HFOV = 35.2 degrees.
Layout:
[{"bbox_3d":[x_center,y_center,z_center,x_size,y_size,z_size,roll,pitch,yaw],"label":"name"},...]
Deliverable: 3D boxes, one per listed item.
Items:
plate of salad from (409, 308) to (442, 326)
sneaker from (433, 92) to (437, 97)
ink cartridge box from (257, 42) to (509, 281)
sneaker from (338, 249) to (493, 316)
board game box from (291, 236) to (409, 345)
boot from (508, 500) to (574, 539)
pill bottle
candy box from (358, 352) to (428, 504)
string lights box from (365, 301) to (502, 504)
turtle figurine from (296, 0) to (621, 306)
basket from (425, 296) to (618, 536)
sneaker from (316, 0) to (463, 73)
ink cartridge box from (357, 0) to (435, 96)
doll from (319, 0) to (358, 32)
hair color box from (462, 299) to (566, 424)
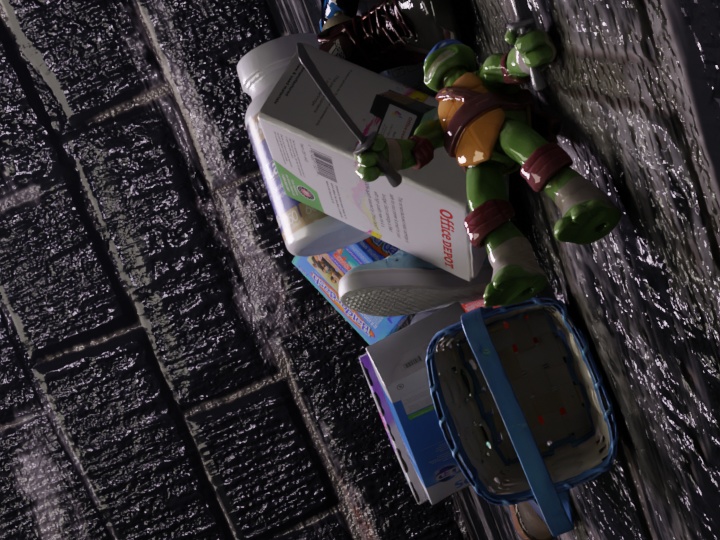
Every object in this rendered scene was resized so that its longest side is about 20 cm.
[{"bbox_3d":[0.123,0.125,1.272,0.199,0.048,0.202,21,-121,-40],"label":"plate of salad"},{"bbox_3d":[0.086,-0.104,1.091,0.082,0.072,0.200,25,157,3],"label":"sneaker"},{"bbox_3d":[0.026,-0.090,0.975,0.198,0.084,0.145,26,162,17],"label":"ink cartridge box"},{"bbox_3d":[0.056,-0.009,1.065,0.074,0.198,0.083,-40,62,47],"label":"sneaker"},{"bbox_3d":[0.000,0.000,1.291,0.152,0.045,0.200,46,159,5],"label":"board game box"},{"bbox_3d":[0.201,0.227,1.366,0.202,0.074,0.097,67,159,7],"label":"boot"},{"bbox_3d":[-0.049,-0.125,1.133,0.116,0.115,0.202,87,164,-80],"label":"pill bottle"},{"bbox_3d":[0.109,0.172,1.461,0.072,0.166,0.202,107,141,-86],"label":"candy box"},{"bbox_3d":[0.084,0.136,1.120,0.059,0.102,0.201,-120,7,-46],"label":"string lights box"},{"bbox_3d":[0.064,-0.088,0.720,0.195,0.143,0.200,62,178,27],"label":"turtle figurine"},{"bbox_3d":[0.131,0.111,0.921,0.200,0.138,0.178,4,-116,-83],"label":"basket"},{"bbox_3d":[0.018,-0.194,0.962,0.200,0.114,0.077,-174,67,-87],"label":"sneaker"},{"bbox_3d":[0.031,-0.222,1.216,0.200,0.047,0.162,-128,16,-72],"label":"ink cartridge box"},{"bbox_3d":[-0.023,-0.292,1.130,0.137,0.048,0.202,117,152,-53],"label":"doll"},{"bbox_3d":[0.148,0.081,1.136,0.200,0.063,0.112,-122,9,-78],"label":"hair color box"}]
